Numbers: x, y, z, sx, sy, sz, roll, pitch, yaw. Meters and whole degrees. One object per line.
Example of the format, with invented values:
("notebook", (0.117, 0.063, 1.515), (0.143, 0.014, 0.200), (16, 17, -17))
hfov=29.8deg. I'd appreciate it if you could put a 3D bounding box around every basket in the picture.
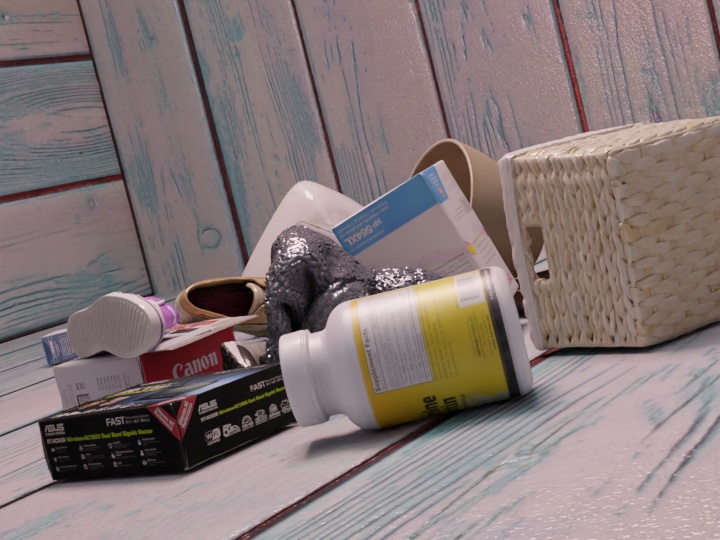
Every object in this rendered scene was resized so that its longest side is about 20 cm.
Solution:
("basket", (0.267, -0.037, 1.293), (0.200, 0.199, 0.161), (-16, 8, -32))

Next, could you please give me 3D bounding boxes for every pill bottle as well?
("pill bottle", (0.038, 0.071, 1.141), (0.199, 0.112, 0.112), (-14, 4, 6))

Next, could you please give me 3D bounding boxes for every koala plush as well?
("koala plush", (0.012, 0.044, 1.356), (0.199, 0.184, 0.177), (-2, 6, 7))

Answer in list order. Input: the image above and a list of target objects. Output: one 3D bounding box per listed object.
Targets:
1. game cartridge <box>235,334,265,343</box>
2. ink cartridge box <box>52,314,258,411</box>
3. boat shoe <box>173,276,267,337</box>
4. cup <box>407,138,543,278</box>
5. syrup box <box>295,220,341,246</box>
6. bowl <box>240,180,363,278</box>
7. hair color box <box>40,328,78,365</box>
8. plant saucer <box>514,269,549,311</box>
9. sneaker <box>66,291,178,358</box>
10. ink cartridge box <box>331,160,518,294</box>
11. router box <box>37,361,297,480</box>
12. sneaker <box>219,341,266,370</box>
("game cartridge", (-0.140, 0.109, 1.822), (0.133, 0.041, 0.200), (-20, 7, -29))
("ink cartridge box", (-0.232, 0.120, 1.623), (0.175, 0.084, 0.200), (-10, 6, 29))
("boat shoe", (-0.137, 0.044, 1.735), (0.199, 0.074, 0.066), (-5, -18, -15))
("cup", (0.152, -0.056, 1.743), (0.143, 0.201, 0.200), (11, -7, -25))
("syrup box", (0.000, 0.000, 1.706), (0.079, 0.082, 0.200), (5, 12, -43))
("bowl", (-0.049, -0.003, 1.862), (0.200, 0.200, 0.075), (26, 5, -46))
("hair color box", (-0.516, 0.131, 2.664), (0.199, 0.061, 0.100), (-14, 4, 3))
("plant saucer", (0.267, 0.017, 1.667), (0.200, 0.037, 0.200), (-15, 3, 1))
("sneaker", (-0.247, 0.053, 1.544), (0.114, 0.073, 0.200), (-13, 5, -34))
("ink cartridge box", (0.083, -0.003, 1.530), (0.125, 0.200, 0.129), (-31, 2, 17))
("router box", (-0.182, 0.142, 1.276), (0.200, 0.062, 0.150), (-11, 4, 39))
("sneaker", (-0.111, 0.107, 1.483), (0.079, 0.074, 0.200), (-9, 3, -3))
